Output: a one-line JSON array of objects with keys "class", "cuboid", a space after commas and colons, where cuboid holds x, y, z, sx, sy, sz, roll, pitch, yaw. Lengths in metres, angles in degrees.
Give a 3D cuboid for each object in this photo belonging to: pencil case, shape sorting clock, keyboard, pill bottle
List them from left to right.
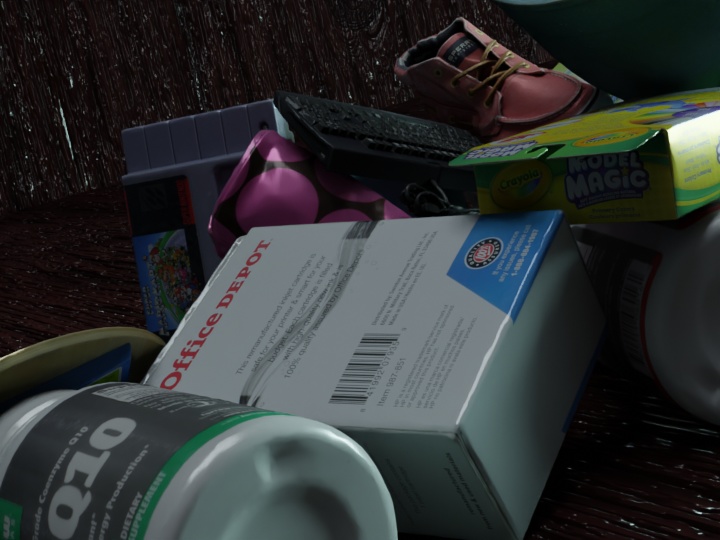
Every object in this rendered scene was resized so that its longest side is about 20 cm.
[{"class": "shape sorting clock", "cuboid": [-0.188, 0.092, 0.675, 0.199, 0.039, 0.200, -35, -17, -13]}, {"class": "pill bottle", "cuboid": [-0.086, 0.107, 0.539, 0.113, 0.114, 0.199, -21, 13, -36]}, {"class": "pencil case", "cuboid": [0.000, 0.000, 0.787, 0.094, 0.199, 0.091, -56, -11, -11]}, {"class": "keyboard", "cuboid": [0.041, -0.070, 0.828, 0.199, 0.021, 0.127, 2, 41, -49]}, {"class": "pill bottle", "cuboid": [0.175, 0.010, 0.720, 0.113, 0.115, 0.200, -14, 11, -9]}]

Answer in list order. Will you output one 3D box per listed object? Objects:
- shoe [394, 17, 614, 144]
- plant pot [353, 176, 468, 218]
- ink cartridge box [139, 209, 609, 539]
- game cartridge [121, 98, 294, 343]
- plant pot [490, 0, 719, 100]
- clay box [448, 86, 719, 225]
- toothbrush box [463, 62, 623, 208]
[{"class": "shoe", "cuboid": [0.095, -0.131, 0.925, 0.072, 0.091, 0.200, -47, 21, -14]}, {"class": "plant pot", "cuboid": [-0.024, -0.002, 0.948, 0.199, 0.142, 0.141, -15, 10, 19]}, {"class": "ink cartridge box", "cuboid": [0.004, 0.049, 0.650, 0.199, 0.084, 0.145, -2, 43, 35]}, {"class": "game cartridge", "cuboid": [-0.095, -0.008, 0.882, 0.129, 0.202, 0.038, -8, 3, 20]}, {"class": "plant pot", "cuboid": [0.194, -0.187, 0.792, 0.199, 0.188, 0.201, -26, 44, 29]}, {"class": "clay box", "cuboid": [0.146, -0.060, 0.672, 0.114, 0.048, 0.199, -1, 15, 43]}, {"class": "toothbrush box", "cuboid": [0.188, -0.107, 0.967, 0.200, 0.086, 0.145, -47, 21, -14]}]
